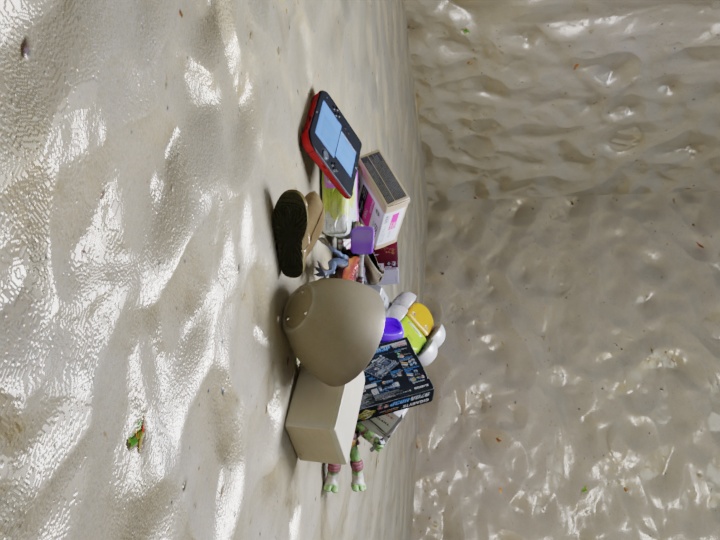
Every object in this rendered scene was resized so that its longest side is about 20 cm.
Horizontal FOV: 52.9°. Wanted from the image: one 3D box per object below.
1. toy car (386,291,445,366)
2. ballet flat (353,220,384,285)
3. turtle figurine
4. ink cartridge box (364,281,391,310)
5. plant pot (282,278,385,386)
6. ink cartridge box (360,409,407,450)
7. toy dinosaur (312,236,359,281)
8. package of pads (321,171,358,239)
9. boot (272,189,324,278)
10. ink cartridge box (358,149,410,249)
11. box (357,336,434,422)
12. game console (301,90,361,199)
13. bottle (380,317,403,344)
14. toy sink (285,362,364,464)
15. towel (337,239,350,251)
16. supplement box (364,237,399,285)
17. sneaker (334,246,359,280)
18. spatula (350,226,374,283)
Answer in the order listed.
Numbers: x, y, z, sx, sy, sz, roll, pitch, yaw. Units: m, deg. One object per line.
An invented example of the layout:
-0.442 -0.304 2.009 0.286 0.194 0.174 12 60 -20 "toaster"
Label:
0.121 0.173 1.940 0.176 0.150 0.200 47 31 -4 "toy car"
0.021 -0.041 1.752 0.068 0.045 0.203 -80 159 -45 "ballet flat"
-0.024 0.400 1.612 0.142 0.197 0.199 -4 99 -45 "turtle figurine"
0.015 0.126 1.907 0.200 0.081 0.150 58 48 -70 "ink cartridge box"
-0.068 0.096 1.349 0.133 0.198 0.204 30 50 -32 "plant pot"
0.034 0.318 1.711 0.085 0.144 0.202 -49 167 -34 "ink cartridge box"
-0.038 0.012 1.566 0.179 0.198 0.107 -16 125 -47 "toy dinosaur"
-0.047 -0.180 1.717 0.154 0.066 0.206 5 83 -80 "package of pads"
-0.113 -0.104 1.383 0.201 0.064 0.179 -71 169 -60 "boot"
0.042 -0.179 1.854 0.167 0.074 0.201 60 -22 23 "ink cartridge box"
0.044 0.238 1.590 0.160 0.195 0.047 -119 -156 -43 "box"
-0.057 -0.279 1.580 0.177 0.031 0.203 47 36 -32 "game console"
0.046 0.203 1.725 0.066 0.081 0.203 -110 -154 -47 "bottle"
-0.070 0.260 1.444 0.132 0.109 0.203 76 21 -47 "toy sink"
-0.033 -0.032 1.898 0.146 0.029 0.206 -45 132 -73 "towel"
0.048 -0.058 1.950 0.062 0.106 0.203 81 5 -51 "supplement box"
-0.034 0.029 1.762 0.203 0.069 0.099 -77 162 -46 "sneaker"
0.000 0.000 1.665 0.021 0.055 0.206 65 28 -80 "spatula"
